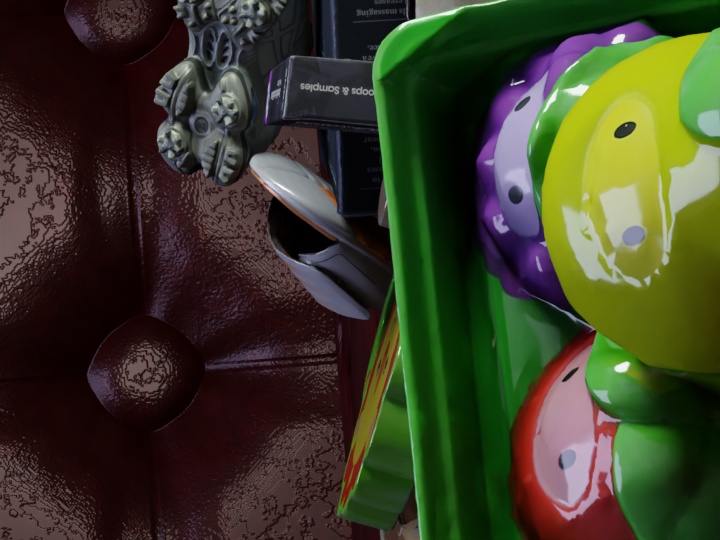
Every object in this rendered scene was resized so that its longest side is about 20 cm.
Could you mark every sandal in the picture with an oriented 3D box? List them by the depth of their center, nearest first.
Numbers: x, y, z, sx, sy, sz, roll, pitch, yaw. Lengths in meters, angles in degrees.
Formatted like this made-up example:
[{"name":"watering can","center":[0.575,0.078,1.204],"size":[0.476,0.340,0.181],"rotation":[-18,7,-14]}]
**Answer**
[{"name":"sandal","center":[0.003,0.004,1.486],"size":[0.206,0.059,0.079],"rotation":[34,-169,-35]}]

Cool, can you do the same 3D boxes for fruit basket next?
[{"name":"fruit basket","center":[0.082,0.000,0.715],"size":[0.216,0.155,0.217],"rotation":[-11,-90,-78]}]

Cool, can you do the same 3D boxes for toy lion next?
[{"name":"toy lion","center":[0.027,0.033,1.264],"size":[0.200,0.068,0.193],"rotation":[-124,50,-87]}]

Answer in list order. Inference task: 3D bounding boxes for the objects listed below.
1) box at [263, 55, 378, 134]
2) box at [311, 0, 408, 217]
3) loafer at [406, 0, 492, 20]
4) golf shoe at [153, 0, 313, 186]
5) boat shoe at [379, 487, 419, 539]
[{"name":"box","center":[0.026,-0.085,1.275],"size":[0.200,0.142,0.036],"rotation":[-140,55,-83]},{"name":"box","center":[0.028,-0.146,1.441],"size":[0.148,0.106,0.201],"rotation":[-109,17,-73]},{"name":"loafer","center":[0.062,-0.132,1.259],"size":[0.200,0.067,0.076],"rotation":[144,122,-85]},{"name":"golf shoe","center":[-0.062,-0.151,1.458],"size":[0.097,0.078,0.201],"rotation":[-29,-38,-57]},{"name":"boat shoe","center":[0.063,0.194,1.608],"size":[0.074,0.075,0.201],"rotation":[99,159,-50]}]
